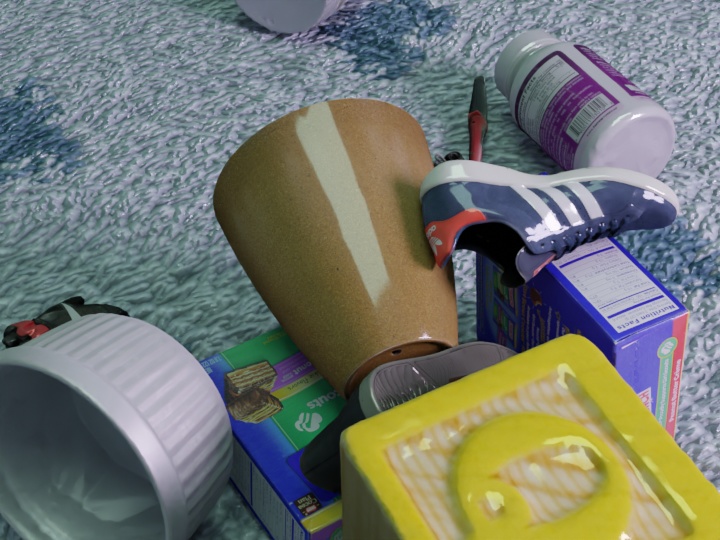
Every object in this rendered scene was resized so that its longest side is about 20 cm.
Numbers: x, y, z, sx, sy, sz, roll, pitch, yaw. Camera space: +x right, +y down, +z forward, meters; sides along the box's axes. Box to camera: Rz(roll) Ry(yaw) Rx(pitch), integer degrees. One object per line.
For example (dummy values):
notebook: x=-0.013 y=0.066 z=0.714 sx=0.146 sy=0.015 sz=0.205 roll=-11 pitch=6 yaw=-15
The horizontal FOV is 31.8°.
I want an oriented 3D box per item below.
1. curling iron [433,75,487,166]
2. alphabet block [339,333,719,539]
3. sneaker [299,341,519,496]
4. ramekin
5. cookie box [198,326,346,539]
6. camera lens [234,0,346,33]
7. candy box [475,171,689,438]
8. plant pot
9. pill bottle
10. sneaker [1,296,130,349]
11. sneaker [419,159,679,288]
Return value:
curling iron: x=0.117 y=-0.159 z=1.374 sx=0.049 sy=0.026 sz=0.200 roll=10 pitch=42 yaw=9
alphabet block: x=0.109 y=0.197 z=0.830 sx=0.195 sy=0.200 sz=0.197 roll=-21 pitch=50 yaw=-21
sneaker: x=0.050 y=0.110 z=0.935 sx=0.199 sy=0.106 sz=0.075 roll=3 pitch=56 yaw=-41
ramekin: x=-0.188 y=0.127 z=0.943 sx=0.200 sy=0.201 sz=0.105 roll=21 pitch=37 yaw=24
cookie box: x=-0.020 y=0.130 z=1.017 sx=0.171 sy=0.075 sz=0.200 roll=-23 pitch=46 yaw=-24
camera lens: x=-0.061 y=-0.403 z=1.556 sx=0.159 sy=0.160 sz=0.200 roll=16 pitch=44 yaw=19
candy box: x=0.174 y=0.045 z=1.035 sx=0.077 sy=0.170 sz=0.200 roll=-21 pitch=45 yaw=-16
plant pot: x=0.000 y=0.000 z=0.994 sx=0.186 sy=0.187 sz=0.200 roll=-14 pitch=55 yaw=-13
pill bottle: x=0.225 y=-0.169 z=1.318 sx=0.112 sy=0.113 sz=0.200 roll=-19 pitch=45 yaw=-19
sneaker: x=-0.212 y=0.081 z=1.083 sx=0.200 sy=0.071 sz=0.098 roll=27 pitch=51 yaw=30
sneaker: x=0.143 y=-0.028 z=0.949 sx=0.199 sy=0.075 sz=0.085 roll=1 pitch=65 yaw=-5
